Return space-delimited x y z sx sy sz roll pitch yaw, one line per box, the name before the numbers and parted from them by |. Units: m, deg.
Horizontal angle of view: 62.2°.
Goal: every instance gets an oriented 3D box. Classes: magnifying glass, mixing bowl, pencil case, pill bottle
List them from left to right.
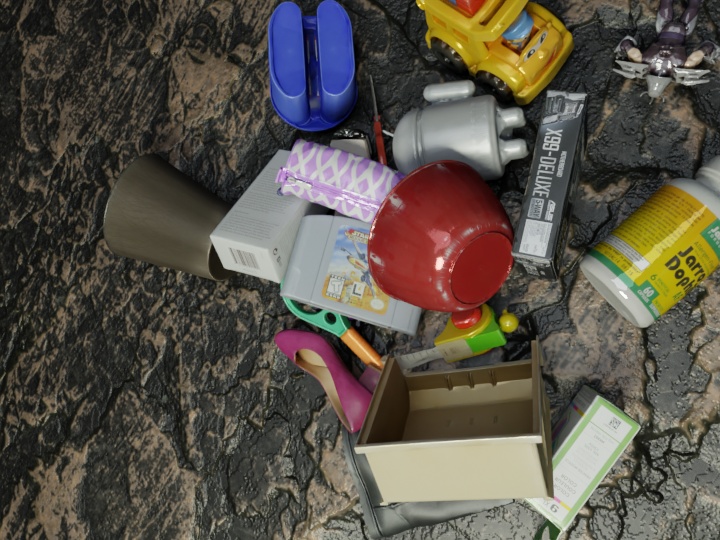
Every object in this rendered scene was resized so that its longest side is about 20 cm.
magnifying glass | -0.036 0.073 0.862 0.200 0.022 0.080 45 120 0
pencil case | -0.013 -0.113 0.806 0.198 0.086 0.085 17 112 3
mixing bowl | 0.118 -0.023 0.746 0.201 0.200 0.108 -52 40 5
pill bottle | 0.373 -0.036 0.711 0.200 0.113 0.113 -43 69 8

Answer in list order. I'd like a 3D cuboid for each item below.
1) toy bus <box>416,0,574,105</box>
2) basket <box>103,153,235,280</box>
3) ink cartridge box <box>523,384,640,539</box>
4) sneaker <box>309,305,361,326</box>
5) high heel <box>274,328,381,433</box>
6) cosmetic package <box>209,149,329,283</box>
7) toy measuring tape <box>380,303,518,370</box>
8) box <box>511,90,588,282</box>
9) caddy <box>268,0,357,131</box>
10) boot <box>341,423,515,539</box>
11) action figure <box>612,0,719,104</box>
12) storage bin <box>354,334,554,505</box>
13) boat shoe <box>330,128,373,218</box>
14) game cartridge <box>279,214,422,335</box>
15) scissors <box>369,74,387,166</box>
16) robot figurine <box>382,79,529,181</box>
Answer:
toy bus | 0.176 -0.345 0.800 0.200 0.192 0.136 42 95 20
basket | -0.287 -0.074 0.966 0.198 0.136 0.182 22 93 19
ink cartridge box | 0.243 0.239 0.714 0.059 0.104 0.201 34 94 14
sneaker | -0.080 0.021 0.900 0.198 0.074 0.088 15 91 22
high heel | -0.061 0.150 0.847 0.198 0.068 0.096 19 44 27
cosmetic package | -0.119 -0.085 0.881 0.101 0.072 0.201 14 53 23
toy measuring tape | 0.121 0.088 0.818 0.199 0.073 0.074 -20 74 28
box | 0.241 -0.096 0.749 0.049 0.158 0.202 12 84 22
caddy | -0.076 -0.322 0.942 0.140 0.105 0.202 -3 78 -2
boot | 0.087 0.253 0.795 0.199 0.066 0.166 -23 80 19
action figure | 0.407 -0.312 0.774 0.129 0.069 0.202 17 91 16
storage bin | 0.121 0.171 0.713 0.198 0.199 0.094 -11 114 20
boat shoe | -0.002 -0.115 0.899 0.074 0.093 0.202 2 109 10
game cartridge | 0.000 0.000 0.833 0.198 0.042 0.135 17 83 -10
scissors | 0.027 -0.223 0.901 0.014 0.073 0.202 -8 76 7
robot figurine | 0.130 -0.176 0.828 0.198 0.113 0.172 -6 91 20
